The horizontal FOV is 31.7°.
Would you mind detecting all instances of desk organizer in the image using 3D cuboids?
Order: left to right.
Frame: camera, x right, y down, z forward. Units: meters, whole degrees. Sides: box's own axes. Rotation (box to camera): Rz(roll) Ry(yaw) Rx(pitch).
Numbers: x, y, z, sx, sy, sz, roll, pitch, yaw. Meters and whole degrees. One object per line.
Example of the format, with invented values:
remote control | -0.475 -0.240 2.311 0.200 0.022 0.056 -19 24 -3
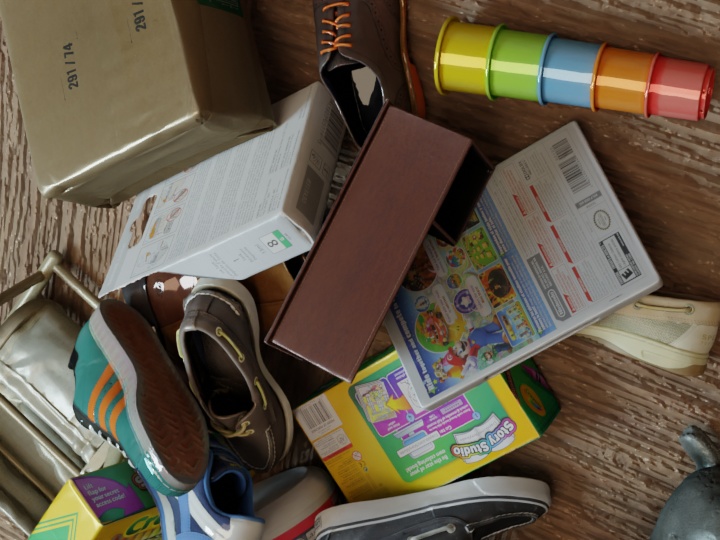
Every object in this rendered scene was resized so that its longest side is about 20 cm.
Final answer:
desk organizer | 0.017 -0.014 0.942 0.077 0.072 0.201 25 86 25

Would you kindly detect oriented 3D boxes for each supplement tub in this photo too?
supplement tub | -0.050 0.290 1.122 0.140 0.140 0.201 -23 96 30

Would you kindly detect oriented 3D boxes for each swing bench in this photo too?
swing bench | -0.291 0.131 1.200 0.199 0.130 0.201 41 125 8

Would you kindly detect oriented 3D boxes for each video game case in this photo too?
video game case | 0.106 -0.003 0.951 0.199 0.018 0.144 -29 67 13

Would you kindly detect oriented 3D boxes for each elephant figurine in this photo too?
elephant figurine | 0.241 0.258 0.964 0.141 0.156 0.200 38 113 -15

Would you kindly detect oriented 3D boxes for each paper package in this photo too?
paper package | -0.184 -0.178 1.025 0.189 0.103 0.202 -21 78 29

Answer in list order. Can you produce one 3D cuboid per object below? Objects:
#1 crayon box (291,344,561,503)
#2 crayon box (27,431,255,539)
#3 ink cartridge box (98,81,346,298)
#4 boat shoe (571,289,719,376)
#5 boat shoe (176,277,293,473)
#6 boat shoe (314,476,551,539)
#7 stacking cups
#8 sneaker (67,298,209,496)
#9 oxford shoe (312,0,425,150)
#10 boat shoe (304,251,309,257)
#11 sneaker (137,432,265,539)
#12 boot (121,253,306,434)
crayon box | 0.052 0.117 1.060 0.199 0.058 0.119 -32 91 31
crayon box | -0.209 0.235 1.145 0.058 0.199 0.173 50 122 19
ink cartridge box | -0.109 -0.054 1.026 0.199 0.162 0.050 -24 126 32
boat shoe | 0.174 0.018 0.964 0.198 0.072 0.066 20 103 20
boat shoe | -0.105 0.098 1.038 0.071 0.060 0.201 5 130 19
boat shoe | 0.063 0.218 1.039 0.198 0.068 0.072 -8 149 -4
stacking cups | 0.154 -0.145 0.921 0.198 0.060 0.061 12 112 23
sneaker | -0.186 0.117 1.035 0.080 0.071 0.201 -52 46 21
oxford shoe | -0.004 -0.188 0.978 0.071 0.072 0.202 -15 99 30
boat shoe | 0.000 0.000 1.054 0.198 0.073 0.063 1 134 26
sneaker | -0.133 0.167 1.053 0.082 0.074 0.201 -48 50 20
boot | -0.087 0.057 1.080 0.199 0.068 0.190 -9 111 37
